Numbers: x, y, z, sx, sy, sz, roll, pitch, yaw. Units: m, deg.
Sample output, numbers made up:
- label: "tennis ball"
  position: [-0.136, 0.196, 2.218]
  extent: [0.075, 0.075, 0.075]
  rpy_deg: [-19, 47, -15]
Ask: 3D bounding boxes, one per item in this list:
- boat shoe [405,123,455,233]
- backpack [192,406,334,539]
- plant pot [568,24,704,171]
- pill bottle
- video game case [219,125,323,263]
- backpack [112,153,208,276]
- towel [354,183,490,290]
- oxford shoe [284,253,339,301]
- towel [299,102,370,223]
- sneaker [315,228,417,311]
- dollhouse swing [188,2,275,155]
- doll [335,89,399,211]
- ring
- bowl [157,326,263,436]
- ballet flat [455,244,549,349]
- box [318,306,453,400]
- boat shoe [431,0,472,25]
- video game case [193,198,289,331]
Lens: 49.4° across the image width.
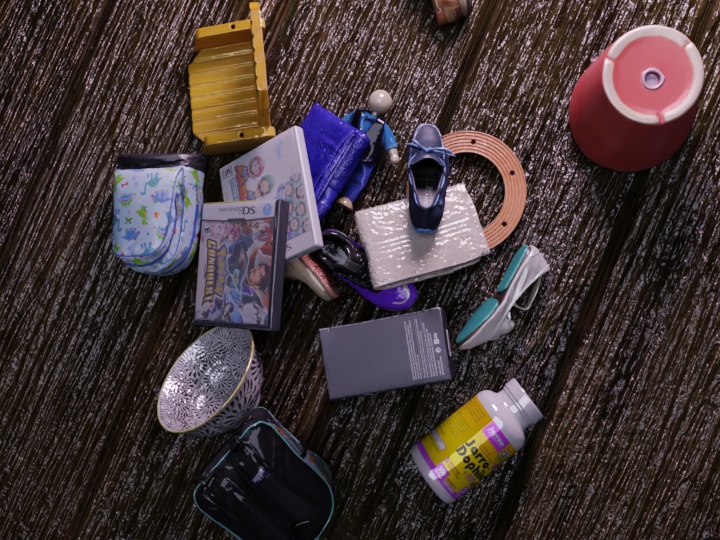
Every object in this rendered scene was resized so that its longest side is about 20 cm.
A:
- label: "boat shoe"
  position: [0.112, -0.156, 1.220]
  extent: [0.082, 0.069, 0.204]
  rpy_deg: [-3, 58, 0]
- label: "backpack"
  position: [-0.139, 0.335, 1.213]
  extent: [0.199, 0.153, 0.176]
  rpy_deg: [42, 89, -3]
- label: "plant pot"
  position: [0.421, -0.264, 1.175]
  extent: [0.195, 0.177, 0.206]
  rpy_deg: [-1, 85, 9]
- label: "pill bottle"
  position: [0.181, 0.256, 1.200]
  extent: [0.199, 0.104, 0.105]
  rpy_deg: [-40, 80, 4]
- label: "video game case"
  position: [-0.148, -0.104, 1.262]
  extent: [0.180, 0.023, 0.205]
  rpy_deg: [-22, 71, 33]
- label: "backpack"
  position: [-0.341, -0.093, 1.309]
  extent: [0.159, 0.154, 0.205]
  rpy_deg: [2, 98, 13]
- label: "towel"
  position: [0.096, -0.054, 1.233]
  extent: [0.196, 0.035, 0.135]
  rpy_deg: [-14, 71, -7]
- label: "oxford shoe"
  position: [-0.115, -0.008, 1.295]
  extent: [0.200, 0.071, 0.074]
  rpy_deg: [43, 97, 22]
- label: "towel"
  position: [-0.085, -0.165, 1.281]
  extent: [0.147, 0.049, 0.202]
  rpy_deg: [36, 95, 35]
- label: "sneaker"
  position: [0.000, 0.000, 1.255]
  extent: [0.198, 0.099, 0.070]
  rpy_deg: [33, 92, 11]
- label: "dollhouse swing"
  position: [-0.221, -0.317, 1.285]
  extent: [0.177, 0.176, 0.205]
  rpy_deg: [-7, 84, 8]
- label: "doll"
  position: [0.004, -0.203, 1.300]
  extent: [0.134, 0.048, 0.204]
  rpy_deg: [23, 89, 23]
- label: "ring"
  position: [0.173, -0.127, 1.282]
  extent: [0.195, 0.019, 0.206]
  rpy_deg: [-1, 84, 10]
- label: "bowl"
  position: [-0.223, 0.194, 1.259]
  extent: [0.200, 0.201, 0.094]
  rpy_deg: [-39, 124, 4]
- label: "ballet flat"
  position: [0.231, 0.055, 1.236]
  extent: [0.069, 0.069, 0.202]
  rpy_deg: [36, 90, 11]
- label: "box"
  position: [0.047, 0.126, 1.186]
  extent: [0.178, 0.200, 0.107]
  rpy_deg: [-10, 83, 8]
- label: "boat shoe"
  position: [0.115, -0.502, 1.300]
  extent: [0.073, 0.076, 0.203]
  rpy_deg: [-27, 80, 9]
- label: "video game case"
  position: [-0.194, -0.010, 1.254]
  extent: [0.178, 0.025, 0.205]
  rpy_deg: [1, 85, 36]
